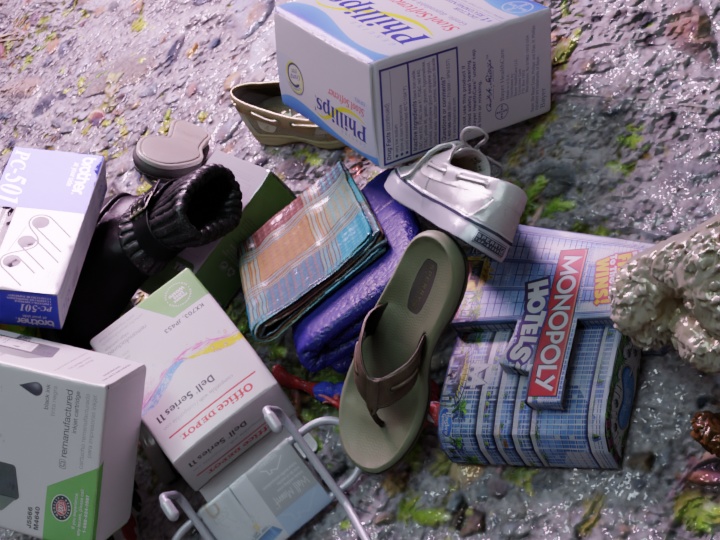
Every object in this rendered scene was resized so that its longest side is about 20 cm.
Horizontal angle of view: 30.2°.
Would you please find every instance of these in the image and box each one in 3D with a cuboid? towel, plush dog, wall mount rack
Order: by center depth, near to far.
[{"bbox_3d":[0.283,0.038,0.891,0.198,0.173,0.160,-30,-1,9],"label":"plush dog"},{"bbox_3d":[-0.067,0.217,1.085,0.199,0.075,0.174,-39,80,4],"label":"wall mount rack"},{"bbox_3d":[0.000,0.000,1.197,0.147,0.050,0.201,-37,26,13],"label":"towel"},{"bbox_3d":[-0.052,-0.022,1.224,0.146,0.022,0.200,-39,25,7],"label":"towel"}]

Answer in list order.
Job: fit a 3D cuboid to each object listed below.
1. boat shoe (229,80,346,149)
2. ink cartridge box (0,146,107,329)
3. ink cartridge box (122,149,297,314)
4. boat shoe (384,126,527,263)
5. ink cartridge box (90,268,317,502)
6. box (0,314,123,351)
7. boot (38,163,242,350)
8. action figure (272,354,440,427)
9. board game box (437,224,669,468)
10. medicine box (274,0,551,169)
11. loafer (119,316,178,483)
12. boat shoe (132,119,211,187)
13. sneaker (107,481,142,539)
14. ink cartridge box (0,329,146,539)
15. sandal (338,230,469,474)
[{"bbox_3d":[-0.051,-0.174,1.394,0.199,0.063,0.074,4,60,41],"label":"boat shoe"},{"bbox_3d":[-0.301,-0.034,1.235,0.092,0.045,0.202,6,42,0],"label":"ink cartridge box"},{"bbox_3d":[-0.161,-0.019,1.359,0.103,0.059,0.201,23,73,47],"label":"ink cartridge box"},{"bbox_3d":[0.083,-0.075,1.100,0.087,0.074,0.202,-60,21,4],"label":"boat shoe"},{"bbox_3d":[-0.139,0.108,1.182,0.117,0.068,0.200,-37,57,-9],"label":"ink cartridge box"},{"bbox_3d":[-0.343,0.070,1.325,0.121,0.200,0.195,-24,45,19],"label":"box"},{"bbox_3d":[-0.210,-0.012,1.275,0.156,0.080,0.213,-9,46,33],"label":"boot"},{"bbox_3d":[0.004,0.099,1.143,0.198,0.052,0.066,17,63,43],"label":"action figure"},{"bbox_3d":[0.166,0.050,1.041,0.198,0.062,0.202,-6,54,36],"label":"board game box"},{"bbox_3d":[0.048,-0.197,1.241,0.198,0.104,0.182,-20,34,-26],"label":"medicine box"},{"bbox_3d":[-0.195,0.115,1.281,0.062,0.072,0.201,-26,48,-5],"label":"loafer"},{"bbox_3d":[-0.201,-0.112,1.416,0.200,0.066,0.058,-70,3,-73],"label":"boat shoe"},{"bbox_3d":[-0.241,0.261,1.199,0.083,0.080,0.201,-41,30,22],"label":"sneaker"},{"bbox_3d":[-0.294,0.136,1.136,0.197,0.084,0.148,11,103,13],"label":"ink cartridge box"},{"bbox_3d":[0.023,0.063,1.058,0.079,0.057,0.204,24,105,30],"label":"sandal"}]
